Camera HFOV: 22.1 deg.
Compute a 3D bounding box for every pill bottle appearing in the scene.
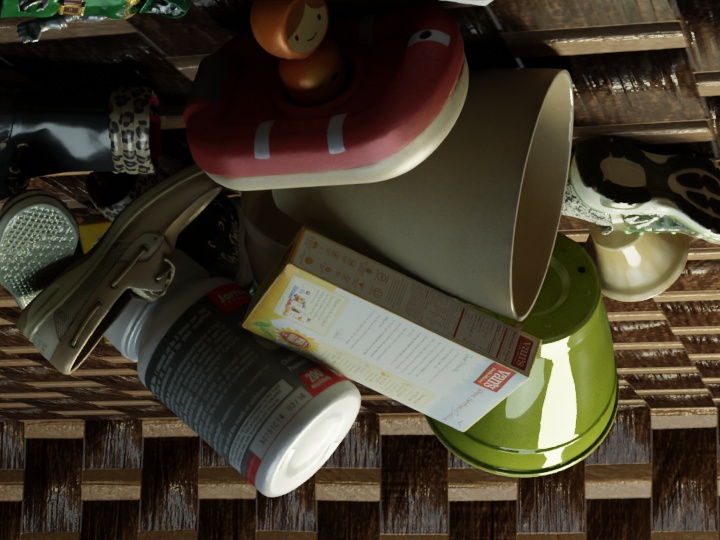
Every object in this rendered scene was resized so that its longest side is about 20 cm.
[{"bbox_3d":[-0.107,0.078,1.494,0.200,0.114,0.114,40,-179,18],"label":"pill bottle"}]

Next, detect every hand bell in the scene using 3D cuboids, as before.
[{"bbox_3d":[0.223,-0.058,1.680,0.104,0.105,0.200,-4,155,24],"label":"hand bell"}]

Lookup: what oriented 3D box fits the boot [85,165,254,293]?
[{"bbox_3d":[-0.172,-0.056,1.632,0.073,0.200,0.151,-39,121,12],"label":"boot"}]

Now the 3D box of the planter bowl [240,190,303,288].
[{"bbox_3d":[0.000,0.000,1.536,0.199,0.135,0.200,1,-149,-1],"label":"planter bowl"}]

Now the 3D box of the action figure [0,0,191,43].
[{"bbox_3d":[-0.203,-0.176,1.148,0.199,0.055,0.118,-1,166,-14],"label":"action figure"}]

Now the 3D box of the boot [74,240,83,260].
[{"bbox_3d":[-0.210,-0.006,1.966,0.199,0.078,0.138,12,176,15],"label":"boot"}]

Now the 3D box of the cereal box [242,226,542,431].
[{"bbox_3d":[0.021,0.048,1.398,0.199,0.040,0.144,25,153,-8],"label":"cereal box"}]

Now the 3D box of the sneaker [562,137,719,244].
[{"bbox_3d":[0.247,-0.060,1.608,0.199,0.077,0.089,16,151,-27],"label":"sneaker"}]

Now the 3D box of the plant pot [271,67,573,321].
[{"bbox_3d":[0.041,-0.074,1.380,0.199,0.188,0.187,12,172,15],"label":"plant pot"}]

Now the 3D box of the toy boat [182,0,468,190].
[{"bbox_3d":[-0.031,-0.137,1.217,0.199,0.131,0.131,-4,139,21],"label":"toy boat"}]

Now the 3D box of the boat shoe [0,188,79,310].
[{"bbox_3d":[-0.258,-0.023,1.444,0.074,0.062,0.200,-22,163,-10],"label":"boat shoe"}]

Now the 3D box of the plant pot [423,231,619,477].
[{"bbox_3d":[0.157,0.063,1.755,0.199,0.201,0.193,1,147,1],"label":"plant pot"}]

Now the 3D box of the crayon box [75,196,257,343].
[{"bbox_3d":[-0.198,0.003,1.819,0.199,0.128,0.051,-6,-167,28],"label":"crayon box"}]

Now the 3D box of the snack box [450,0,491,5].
[{"bbox_3d":[-0.001,-0.192,1.110,0.199,0.024,0.072,5,167,-19],"label":"snack box"}]

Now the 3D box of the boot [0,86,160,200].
[{"bbox_3d":[-0.232,-0.100,1.443,0.150,0.074,0.200,0,166,-2],"label":"boot"}]

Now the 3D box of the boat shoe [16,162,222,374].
[{"bbox_3d":[-0.176,-0.003,1.448,0.200,0.065,0.071,-44,170,-4],"label":"boat shoe"}]
